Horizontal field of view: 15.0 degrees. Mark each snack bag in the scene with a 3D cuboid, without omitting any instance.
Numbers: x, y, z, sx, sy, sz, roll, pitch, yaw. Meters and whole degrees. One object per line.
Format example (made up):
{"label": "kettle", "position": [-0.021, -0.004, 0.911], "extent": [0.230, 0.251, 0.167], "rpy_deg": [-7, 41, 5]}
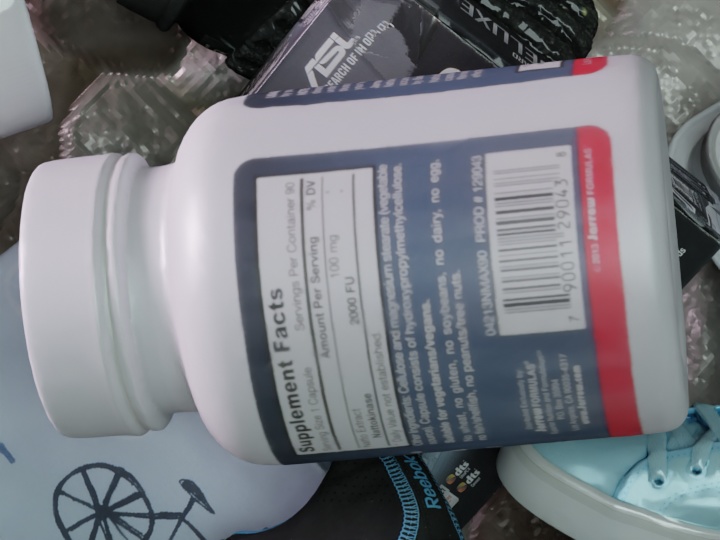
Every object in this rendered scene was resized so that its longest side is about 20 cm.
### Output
{"label": "snack bag", "position": [-0.105, 0.086, 0.963], "extent": [0.200, 0.021, 0.189], "rpy_deg": [-37, 95, 14]}

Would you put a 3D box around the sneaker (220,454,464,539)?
{"label": "sneaker", "position": [-0.031, 0.137, 0.926], "extent": [0.073, 0.082, 0.200], "rpy_deg": [20, 129, -41]}

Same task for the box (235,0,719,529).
{"label": "box", "position": [0.005, 0.005, 0.962], "extent": [0.158, 0.050, 0.200], "rpy_deg": [38, 111, -9]}

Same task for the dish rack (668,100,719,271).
{"label": "dish rack", "position": [0.227, -0.010, 1.007], "extent": [0.171, 0.044, 0.200], "rpy_deg": [-30, 76, -23]}

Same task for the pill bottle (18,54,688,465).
{"label": "pill bottle", "position": [0.000, 0.000, 0.867], "extent": [0.199, 0.120, 0.120], "rpy_deg": [-5, 91, 8]}

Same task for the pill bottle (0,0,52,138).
{"label": "pill bottle", "position": [-0.213, -0.067, 0.926], "extent": [0.199, 0.116, 0.117], "rpy_deg": [-18, 93, -8]}

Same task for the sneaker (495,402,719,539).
{"label": "sneaker", "position": [0.149, 0.059, 0.924], "extent": [0.199, 0.074, 0.082], "rpy_deg": [10, 112, -6]}

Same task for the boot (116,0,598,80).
{"label": "boot", "position": [0.027, -0.138, 0.988], "extent": [0.158, 0.079, 0.211], "rpy_deg": [31, 99, -6]}
